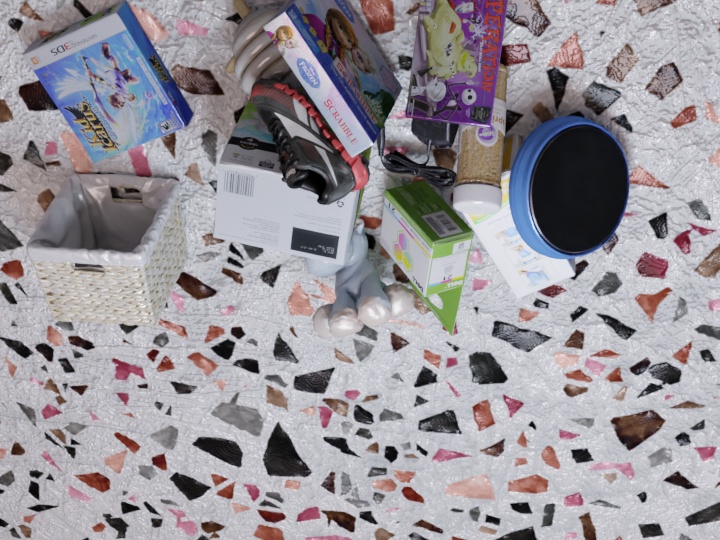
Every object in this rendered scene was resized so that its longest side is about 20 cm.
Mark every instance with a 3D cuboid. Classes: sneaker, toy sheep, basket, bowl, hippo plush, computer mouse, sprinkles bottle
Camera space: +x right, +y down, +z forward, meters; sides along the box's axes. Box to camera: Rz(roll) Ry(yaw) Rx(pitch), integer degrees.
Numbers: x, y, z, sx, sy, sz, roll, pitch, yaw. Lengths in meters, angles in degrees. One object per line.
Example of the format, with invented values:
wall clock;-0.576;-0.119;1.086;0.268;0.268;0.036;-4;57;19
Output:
sneaker;-0.082;-0.166;1.379;0.201;0.098;0.071;46;153;0
toy sheep;-0.120;-0.293;1.464;0.138;0.138;0.201;-40;89;33
basket;-0.393;-0.032;1.670;0.194;0.202;0.163;3;130;10
bowl;0.299;-0.115;1.481;0.197;0.039;0.205;-6;102;-28
hippo plush;0.000;0.000;1.640;0.158;0.199;0.163;-14;97;44
computer mouse;0.087;-0.226;1.525;0.139;0.046;0.203;16;124;28
sprinkles bottle;0.166;-0.182;1.446;0.067;0.204;0.068;4;171;1

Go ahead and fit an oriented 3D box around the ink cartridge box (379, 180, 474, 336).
ink cartridge box;0.093;-0.010;1.608;0.075;0.148;0.203;-14;132;-25

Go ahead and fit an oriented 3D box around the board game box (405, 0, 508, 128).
board game box;0.130;-0.299;1.400;0.118;0.032;0.204;7;93;1

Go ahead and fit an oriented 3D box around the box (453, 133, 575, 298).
box;0.232;-0.080;1.556;0.100;0.113;0.201;-23;118;26

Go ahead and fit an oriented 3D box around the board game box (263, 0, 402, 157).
board game box;-0.029;-0.279;1.392;0.041;0.200;0.201;-26;111;27

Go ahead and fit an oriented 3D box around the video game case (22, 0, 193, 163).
video game case;-0.378;-0.278;1.579;0.179;0.046;0.202;-16;122;23

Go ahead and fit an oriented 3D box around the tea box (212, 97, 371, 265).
tea box;-0.094;-0.135;1.529;0.196;0.198;0.135;12;128;1
